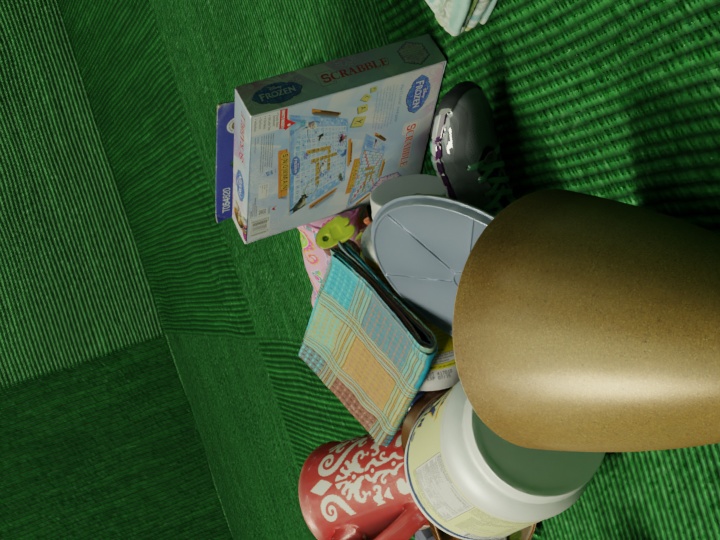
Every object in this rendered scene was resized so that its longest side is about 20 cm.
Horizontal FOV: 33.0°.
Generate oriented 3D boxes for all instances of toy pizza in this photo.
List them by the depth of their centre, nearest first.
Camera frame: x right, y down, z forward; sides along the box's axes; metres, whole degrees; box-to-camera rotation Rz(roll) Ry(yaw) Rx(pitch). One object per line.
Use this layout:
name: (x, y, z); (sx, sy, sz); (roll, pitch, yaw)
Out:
toy pizza: (0.100, 0.001, 1.072); (0.200, 0.032, 0.200); (26, 150, 16)

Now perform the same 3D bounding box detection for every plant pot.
plant pot: (0.192, 0.042, 0.791); (0.200, 0.186, 0.187); (7, 115, 56)

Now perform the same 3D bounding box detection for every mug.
mug: (0.043, 0.256, 1.355); (0.200, 0.133, 0.178); (-27, 55, 44)

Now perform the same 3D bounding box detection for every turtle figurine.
turtle figurine: (0.000, 0.000, 1.312); (0.161, 0.064, 0.201); (46, -142, -63)

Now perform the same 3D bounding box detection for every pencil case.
pencil case: (-0.029, -0.024, 1.438); (0.088, 0.087, 0.200); (58, 167, 35)

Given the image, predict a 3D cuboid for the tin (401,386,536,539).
tin: (0.112, 0.210, 1.244); (0.042, 0.112, 0.201); (-143, 33, -75)

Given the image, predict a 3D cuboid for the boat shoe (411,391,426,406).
boat shoe: (0.050, 0.088, 1.394); (0.072, 0.072, 0.200); (92, 163, -57)

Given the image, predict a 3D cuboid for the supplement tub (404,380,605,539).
supplement tub: (0.129, 0.161, 1.101); (0.145, 0.145, 0.200); (67, 161, 14)

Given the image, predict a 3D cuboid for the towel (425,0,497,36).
towel: (0.069, -0.307, 0.976); (0.172, 0.048, 0.200); (64, 160, 19)

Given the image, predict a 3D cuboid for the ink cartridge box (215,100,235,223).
ink cartridge box: (-0.051, -0.122, 1.258); (0.200, 0.199, 0.041); (100, 146, -57)

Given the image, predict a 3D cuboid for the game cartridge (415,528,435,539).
game cartridge: (0.120, 0.406, 1.461); (0.200, 0.038, 0.130); (53, 158, 45)

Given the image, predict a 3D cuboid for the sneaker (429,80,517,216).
sneaker: (0.117, -0.071, 1.064); (0.087, 0.074, 0.200); (30, 146, 36)

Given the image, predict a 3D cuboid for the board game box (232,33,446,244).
board game box: (-0.026, -0.125, 1.184); (0.200, 0.199, 0.041); (102, 145, -56)

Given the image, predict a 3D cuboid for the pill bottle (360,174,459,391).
pill bottle: (0.061, 0.011, 1.207); (0.109, 0.109, 0.201); (41, 146, 56)

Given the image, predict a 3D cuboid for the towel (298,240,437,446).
towel: (0.002, 0.080, 1.216); (0.147, 0.022, 0.200); (46, 146, 19)
